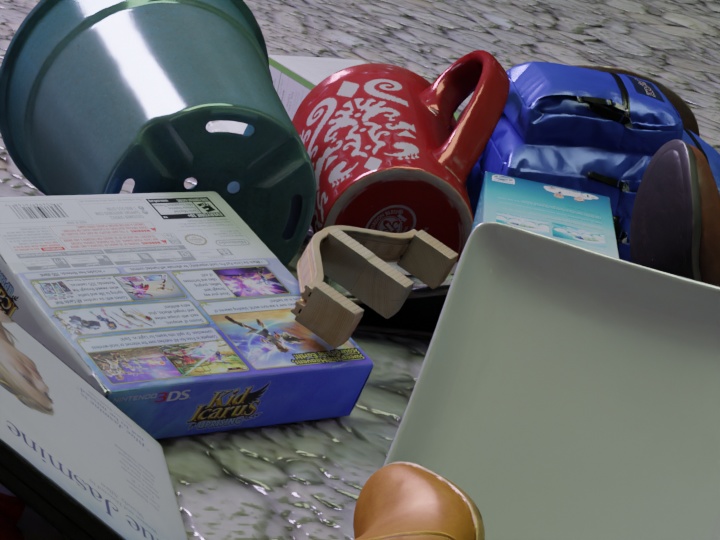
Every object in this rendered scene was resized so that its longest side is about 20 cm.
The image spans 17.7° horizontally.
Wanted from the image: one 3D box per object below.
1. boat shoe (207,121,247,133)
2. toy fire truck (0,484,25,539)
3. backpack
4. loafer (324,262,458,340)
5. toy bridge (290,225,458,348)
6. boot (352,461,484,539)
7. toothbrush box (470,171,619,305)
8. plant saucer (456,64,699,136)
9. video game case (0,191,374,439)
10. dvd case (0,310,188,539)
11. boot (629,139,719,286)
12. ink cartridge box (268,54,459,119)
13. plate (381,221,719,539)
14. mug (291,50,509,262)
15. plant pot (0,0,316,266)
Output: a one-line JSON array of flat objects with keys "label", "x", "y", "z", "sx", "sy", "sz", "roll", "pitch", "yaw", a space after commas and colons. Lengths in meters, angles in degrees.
[{"label": "boat shoe", "x": -0.095, "y": -0.079, "z": 1.773, "sx": 0.068, "sy": 0.072, "sz": 0.200, "roll": -11, "pitch": 26, "yaw": -3}, {"label": "toy fire truck", "x": -0.230, "y": 0.081, "z": 1.090, "sx": 0.168, "sy": 0.112, "sz": 0.200, "roll": 28, "pitch": 14, "yaw": -14}, {"label": "backpack", "x": 0.185, "y": -0.058, "z": 1.723, "sx": 0.199, "sy": 0.168, "sz": 0.163, "roll": 12, "pitch": 25, "yaw": -11}, {"label": "loafer", "x": 0.068, "y": 0.028, "z": 1.550, "sx": 0.199, "sy": 0.072, "sz": 0.063, "roll": 6, "pitch": 36, "yaw": 3}, {"label": "toy bridge", "x": 0.000, "y": 0.000, "z": 1.441, "sx": 0.067, "sy": 0.027, "sz": 0.200, "roll": 34, "pitch": 21, "yaw": 11}, {"label": "boot", "x": -0.010, "y": 0.141, "z": 1.072, "sx": 0.144, "sy": 0.071, "sz": 0.201, "roll": 10, "pitch": 22, "yaw": -26}, {"label": "toothbrush box", "x": 0.097, "y": 0.041, "z": 1.359, "sx": 0.085, "sy": 0.147, "sz": 0.200, "roll": 11, "pitch": 17, "yaw": -1}, {"label": "plant saucer", "x": 0.172, "y": -0.090, "z": 1.849, "sx": 0.199, "sy": 0.200, "sz": 0.035, "roll": 9, "pitch": 55, "yaw": -11}, {"label": "video game case", "x": -0.121, "y": 0.024, "z": 1.362, "sx": 0.200, "sy": 0.046, "sz": 0.181, "roll": -3, "pitch": 38, "yaw": -42}, {"label": "dvd case", "x": -0.141, "y": 0.087, "z": 1.133, "sx": 0.143, "sy": 0.018, "sz": 0.200, "roll": 43, "pitch": 6, "yaw": -21}, {"label": "boot", "x": 0.284, "y": 0.005, "z": 1.567, "sx": 0.199, "sy": 0.189, "sz": 0.068, "roll": -1, "pitch": -17, "yaw": -34}, {"label": "ink cartridge box", "x": 0.004, "y": -0.131, "z": 2.014, "sx": 0.104, "sy": 0.060, "sz": 0.200, "roll": 0, "pitch": 20, "yaw": -34}, {"label": "plate", "x": 0.121, "y": 0.091, "z": 1.195, "sx": 0.199, "sy": 0.200, "sz": 0.032, "roll": 17, "pitch": -18, "yaw": 14}, {"label": "mug", "x": 0.024, "y": -0.076, "z": 1.662, "sx": 0.133, "sy": 0.178, "sz": 0.200, "roll": 16, "pitch": 20, "yaw": -10}, {"label": "plant pot", "x": -0.129, "y": -0.083, "z": 1.563, "sx": 0.200, "sy": 0.201, "sz": 0.196, "roll": 5, "pitch": 26, "yaw": -24}]
